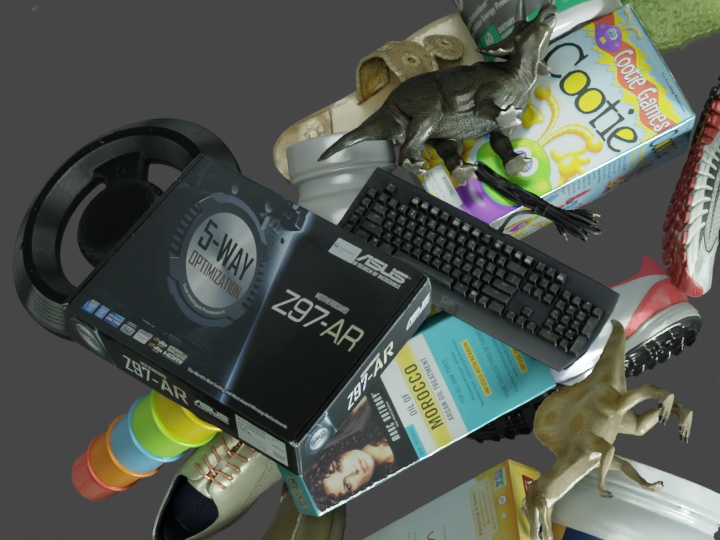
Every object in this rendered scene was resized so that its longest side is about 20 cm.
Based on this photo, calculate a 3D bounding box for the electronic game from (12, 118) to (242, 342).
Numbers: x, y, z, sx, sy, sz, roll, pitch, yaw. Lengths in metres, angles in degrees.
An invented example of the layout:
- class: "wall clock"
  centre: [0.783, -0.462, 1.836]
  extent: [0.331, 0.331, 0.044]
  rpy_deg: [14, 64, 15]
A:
- class: "electronic game"
  centre: [-0.180, -0.033, 1.367]
  extent: [0.200, 0.042, 0.200]
  rpy_deg: [-13, 54, 18]

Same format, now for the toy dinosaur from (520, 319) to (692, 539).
- class: "toy dinosaur"
  centre: [0.171, 0.095, 1.214]
  extent: [0.101, 0.058, 0.200]
  rpy_deg: [6, 50, 31]

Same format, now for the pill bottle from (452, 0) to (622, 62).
- class: "pill bottle"
  centre: [0.110, -0.254, 1.369]
  extent: [0.113, 0.113, 0.200]
  rpy_deg: [-27, 78, 1]

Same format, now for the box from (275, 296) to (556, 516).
- class: "box"
  centre: [0.031, 0.090, 1.242]
  extent: [0.200, 0.049, 0.082]
  rpy_deg: [-27, 95, -18]

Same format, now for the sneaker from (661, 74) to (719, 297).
- class: "sneaker"
  centre: [0.284, -0.070, 1.325]
  extent: [0.082, 0.078, 0.200]
  rpy_deg: [23, 72, 3]

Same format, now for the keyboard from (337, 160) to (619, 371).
- class: "keyboard"
  centre: [0.092, -0.020, 1.252]
  extent: [0.200, 0.021, 0.127]
  rpy_deg: [29, 63, 14]

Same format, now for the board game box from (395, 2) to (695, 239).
- class: "board game box"
  centre: [0.138, -0.099, 1.343]
  extent: [0.200, 0.105, 0.103]
  rpy_deg: [-28, 77, 0]

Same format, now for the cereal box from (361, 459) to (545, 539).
- class: "cereal box"
  centre: [0.053, 0.238, 1.249]
  extent: [0.200, 0.039, 0.144]
  rpy_deg: [-35, 48, 34]

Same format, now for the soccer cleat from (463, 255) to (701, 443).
- class: "soccer cleat"
  centre: [0.156, 0.062, 1.338]
  extent: [0.200, 0.068, 0.073]
  rpy_deg: [-28, 61, 1]

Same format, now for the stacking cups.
- class: "stacking cups"
  centre: [-0.154, 0.118, 1.304]
  extent: [0.060, 0.200, 0.061]
  rpy_deg: [14, 61, -28]

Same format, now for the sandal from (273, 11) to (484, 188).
- class: "sandal"
  centre: [0.023, -0.138, 1.380]
  extent: [0.212, 0.070, 0.078]
  rpy_deg: [-34, 78, 0]

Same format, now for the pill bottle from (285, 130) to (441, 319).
- class: "pill bottle"
  centre: [0.000, 0.000, 1.328]
  extent: [0.111, 0.111, 0.200]
  rpy_deg: [-9, 85, 5]

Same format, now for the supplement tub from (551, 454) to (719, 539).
- class: "supplement tub"
  centre: [0.173, 0.237, 1.259]
  extent: [0.144, 0.144, 0.200]
  rpy_deg: [18, 83, 9]

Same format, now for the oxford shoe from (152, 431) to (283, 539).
- class: "oxford shoe"
  centre: [-0.086, 0.137, 1.294]
  extent: [0.071, 0.074, 0.200]
  rpy_deg: [39, 121, 10]

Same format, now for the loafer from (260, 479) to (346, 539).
- class: "loafer"
  centre: [-0.059, 0.223, 1.291]
  extent: [0.067, 0.076, 0.200]
  rpy_deg: [19, 52, -14]

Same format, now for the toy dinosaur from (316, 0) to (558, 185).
- class: "toy dinosaur"
  centre: [0.067, -0.114, 1.271]
  extent: [0.200, 0.077, 0.102]
  rpy_deg: [-25, 43, 12]

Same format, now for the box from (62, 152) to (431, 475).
- class: "box"
  centre: [-0.076, 0.026, 1.210]
  extent: [0.200, 0.044, 0.160]
  rpy_deg: [29, 61, 20]

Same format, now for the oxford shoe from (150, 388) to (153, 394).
- class: "oxford shoe"
  centre: [-0.122, 0.062, 1.319]
  extent: [0.200, 0.084, 0.073]
  rpy_deg: [-54, 56, 34]
